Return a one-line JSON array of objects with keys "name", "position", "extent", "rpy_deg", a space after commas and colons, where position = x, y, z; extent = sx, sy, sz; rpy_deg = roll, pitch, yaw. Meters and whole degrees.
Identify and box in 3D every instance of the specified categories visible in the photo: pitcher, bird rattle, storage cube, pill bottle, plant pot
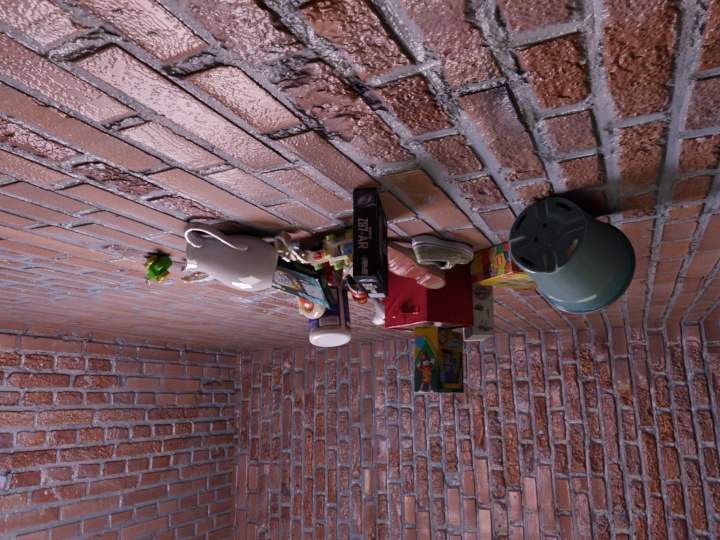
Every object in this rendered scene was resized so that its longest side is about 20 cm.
[{"name": "pitcher", "position": [-0.279, -0.035, 1.195], "extent": [0.199, 0.122, 0.172], "rpy_deg": [13, 152, -7]}, {"name": "bird rattle", "position": [-0.124, 0.043, 1.449], "extent": [0.112, 0.164, 0.200], "rpy_deg": [-14, -172, -41]}, {"name": "storage cube", "position": [0.178, 0.063, 1.477], "extent": [0.200, 0.180, 0.171], "rpy_deg": [10, 163, -37]}, {"name": "pill bottle", "position": [-0.088, 0.099, 1.537], "extent": [0.115, 0.201, 0.116], "rpy_deg": [-4, 155, -2]}, {"name": "plant pot", "position": [0.395, -0.036, 1.072], "extent": [0.200, 0.201, 0.196], "rpy_deg": [-12, 156, 39]}]

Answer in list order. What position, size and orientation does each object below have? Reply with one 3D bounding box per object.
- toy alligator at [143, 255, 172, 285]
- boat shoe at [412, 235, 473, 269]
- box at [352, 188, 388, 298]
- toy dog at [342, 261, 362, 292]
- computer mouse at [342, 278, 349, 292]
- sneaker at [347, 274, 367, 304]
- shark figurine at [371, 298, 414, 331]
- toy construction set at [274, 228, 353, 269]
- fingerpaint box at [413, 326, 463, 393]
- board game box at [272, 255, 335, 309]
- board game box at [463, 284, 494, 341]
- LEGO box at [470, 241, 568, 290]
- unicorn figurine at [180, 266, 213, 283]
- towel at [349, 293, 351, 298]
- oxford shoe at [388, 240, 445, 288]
[{"name": "toy alligator", "position": [-0.518, -0.004, 1.431], "extent": [0.054, 0.059, 0.200], "rpy_deg": [-40, -172, -30]}, {"name": "boat shoe", "position": [0.194, -0.034, 1.312], "extent": [0.200, 0.062, 0.072], "rpy_deg": [10, 163, -40]}, {"name": "box", "position": [0.021, -0.043, 1.047], "extent": [0.043, 0.161, 0.200], "rpy_deg": [-2, 166, 8]}, {"name": "toy dog", "position": [0.000, 0.000, 1.344], "extent": [0.132, 0.097, 0.200], "rpy_deg": [-3, 173, 19]}, {"name": "computer mouse", "position": [-0.062, 0.030, 1.659], "extent": [0.200, 0.034, 0.059], "rpy_deg": [14, 146, -27]}, {"name": "sneaker", "position": [0.005, 0.052, 1.508], "extent": [0.077, 0.085, 0.200], "rpy_deg": [-4, -170, 0]}, {"name": "shark figurine", "position": [0.055, 0.103, 1.572], "extent": [0.128, 0.215, 0.090], "rpy_deg": [-10, 149, -47]}, {"name": "toy construction set", "position": [-0.081, -0.041, 1.199], "extent": [0.199, 0.092, 0.131], "rpy_deg": [2, -166, 25]}, {"name": "fingerpaint box", "position": [0.212, 0.241, 1.479], "extent": [0.073, 0.167, 0.200], "rpy_deg": [-5, 166, 28]}, {"name": "board game box", "position": [-0.164, 0.018, 1.335], "extent": [0.200, 0.028, 0.135], "rpy_deg": [19, 152, 23]}, {"name": "board game box", "position": [0.323, 0.089, 1.547], "extent": [0.064, 0.201, 0.148], "rpy_deg": [-1, 168, -1]}, {"name": "LEGO box", "position": [0.401, -0.008, 1.407], "extent": [0.200, 0.077, 0.149], "rpy_deg": [7, 165, -29]}, {"name": "unicorn figurine", "position": [-0.372, 0.001, 1.441], "extent": [0.200, 0.074, 0.137], "rpy_deg": [6, -175, 43]}, {"name": "towel", "position": [-0.040, 0.063, 1.780], "extent": [0.199, 0.037, 0.148], "rpy_deg": [5, 166, -26]}, {"name": "oxford shoe", "position": [0.119, -0.027, 1.330], "extent": [0.200, 0.074, 0.071], "rpy_deg": [30, 140, -25]}]
